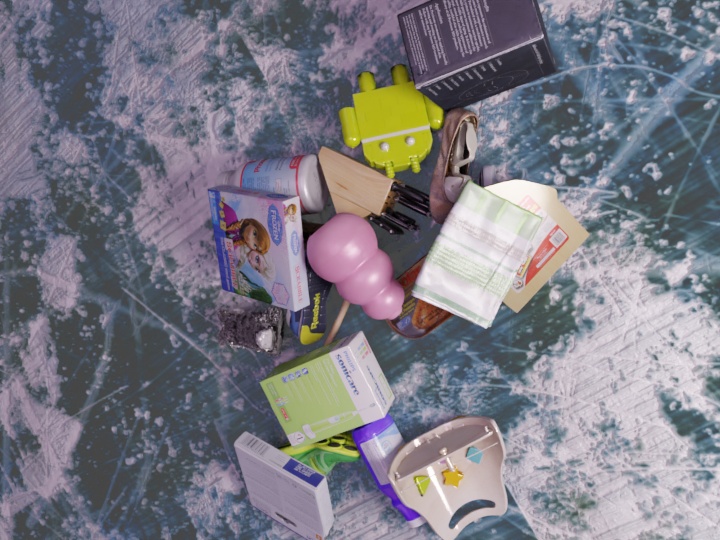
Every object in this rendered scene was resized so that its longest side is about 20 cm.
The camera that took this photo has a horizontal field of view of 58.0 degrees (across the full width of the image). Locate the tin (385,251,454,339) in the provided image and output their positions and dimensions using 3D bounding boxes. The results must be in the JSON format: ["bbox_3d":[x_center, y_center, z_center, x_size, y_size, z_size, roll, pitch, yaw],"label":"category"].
[{"bbox_3d":[0.119,0.040,1.129,0.200,0.042,0.112,-41,82,37],"label":"tin"}]

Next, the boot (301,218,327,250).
[{"bbox_3d":[-0.086,-0.059,1.212,0.199,0.075,0.074,14,100,20],"label":"boot"}]

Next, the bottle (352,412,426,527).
[{"bbox_3d":[0.061,0.360,1.169,0.065,0.083,0.201,-31,84,40],"label":"bottle"}]

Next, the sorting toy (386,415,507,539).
[{"bbox_3d":[0.164,0.366,1.118,0.199,0.107,0.181,-26,96,-3],"label":"sorting toy"}]

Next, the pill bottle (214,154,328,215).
[{"bbox_3d":[-0.168,-0.155,1.223,0.199,0.109,0.109,-2,92,21],"label":"pill bottle"}]

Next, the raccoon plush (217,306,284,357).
[{"bbox_3d":[-0.217,0.105,1.217,0.133,0.200,0.097,5,77,1],"label":"raccoon plush"}]

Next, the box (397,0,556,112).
[{"bbox_3d":[0.189,-0.354,1.020,0.196,0.200,0.125,-15,87,21],"label":"box"}]

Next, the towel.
[{"bbox_3d":[0.185,-0.021,1.021,0.149,0.031,0.201,24,98,-15],"label":"towel"}]

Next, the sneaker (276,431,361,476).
[{"bbox_3d":[-0.073,0.357,1.235,0.199,0.074,0.084,-17,95,33],"label":"sneaker"}]

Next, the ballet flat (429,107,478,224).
[{"bbox_3d":[0.162,-0.177,1.105,0.067,0.068,0.201,14,100,51],"label":"ballet flat"}]

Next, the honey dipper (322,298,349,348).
[{"bbox_3d":[-0.039,0.092,1.226,0.038,0.038,0.201,29,107,18],"label":"honey dipper"}]

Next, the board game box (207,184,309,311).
[{"bbox_3d":[-0.183,-0.043,1.162,0.199,0.041,0.201,12,116,38],"label":"board game box"}]

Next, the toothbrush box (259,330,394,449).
[{"bbox_3d":[-0.061,0.221,1.199,0.199,0.086,0.146,-25,95,22],"label":"toothbrush box"}]

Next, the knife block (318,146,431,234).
[{"bbox_3d":[0.035,-0.153,1.166,0.175,0.064,0.201,-20,85,21],"label":"knife block"}]

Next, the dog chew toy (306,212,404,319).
[{"bbox_3d":[0.000,0.000,1.114,0.124,0.125,0.200,-38,94,19],"label":"dog chew toy"}]

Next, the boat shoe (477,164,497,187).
[{"bbox_3d":[0.198,-0.078,1.104,0.067,0.072,0.201,3,101,20],"label":"boat shoe"}]

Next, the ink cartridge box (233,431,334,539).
[{"bbox_3d":[-0.142,0.420,1.239,0.199,0.041,0.201,20,133,28],"label":"ink cartridge box"}]

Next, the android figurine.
[{"bbox_3d":[0.056,-0.259,1.137,0.181,0.041,0.201,-10,78,3],"label":"android figurine"}]

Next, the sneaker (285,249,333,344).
[{"bbox_3d":[-0.102,0.036,1.209,0.082,0.074,0.201,35,120,44],"label":"sneaker"}]

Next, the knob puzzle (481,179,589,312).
[{"bbox_3d":[0.242,-0.059,1.052,0.218,0.030,0.221,-2,104,-9],"label":"knob puzzle"}]
